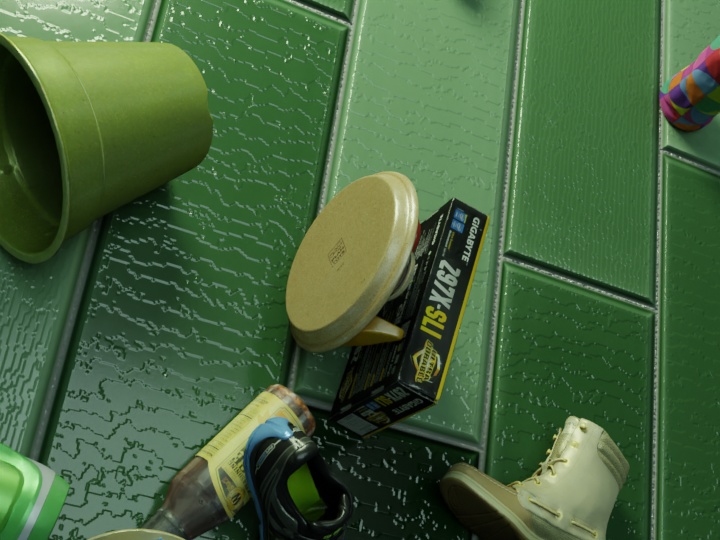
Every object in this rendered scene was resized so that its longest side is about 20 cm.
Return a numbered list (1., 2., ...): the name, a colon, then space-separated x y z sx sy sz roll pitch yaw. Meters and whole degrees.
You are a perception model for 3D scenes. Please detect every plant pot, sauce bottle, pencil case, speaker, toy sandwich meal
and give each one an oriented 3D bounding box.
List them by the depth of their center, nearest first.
1. speaker: -0.338 0.166 0.822 0.198 0.088 0.090 27 61 -13
2. sauce bottle: -0.125 0.188 0.926 0.066 0.066 0.200 46 63 -2
3. plant pot: -0.241 -0.132 0.939 0.189 0.200 0.202 -24 81 -42
4. toy sandwich meal: 0.000 0.000 0.982 0.070 0.204 0.208 30 60 -29
5. pencil case: 0.447 -0.241 1.276 0.087 0.200 0.090 2 78 -11

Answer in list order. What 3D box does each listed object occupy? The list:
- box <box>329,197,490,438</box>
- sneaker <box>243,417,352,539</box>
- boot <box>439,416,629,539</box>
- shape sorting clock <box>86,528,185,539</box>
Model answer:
1. box: 0.047 0.048 1.003 0.049 0.160 0.202 26 61 -13
2. sneaker: -0.045 0.224 0.899 0.070 0.082 0.203 -32 121 -32
3. boot: 0.183 0.211 1.053 0.199 0.073 0.157 34 61 -11
4. shape sorting clock: -0.189 0.314 0.843 0.197 0.039 0.204 2 85 -23
